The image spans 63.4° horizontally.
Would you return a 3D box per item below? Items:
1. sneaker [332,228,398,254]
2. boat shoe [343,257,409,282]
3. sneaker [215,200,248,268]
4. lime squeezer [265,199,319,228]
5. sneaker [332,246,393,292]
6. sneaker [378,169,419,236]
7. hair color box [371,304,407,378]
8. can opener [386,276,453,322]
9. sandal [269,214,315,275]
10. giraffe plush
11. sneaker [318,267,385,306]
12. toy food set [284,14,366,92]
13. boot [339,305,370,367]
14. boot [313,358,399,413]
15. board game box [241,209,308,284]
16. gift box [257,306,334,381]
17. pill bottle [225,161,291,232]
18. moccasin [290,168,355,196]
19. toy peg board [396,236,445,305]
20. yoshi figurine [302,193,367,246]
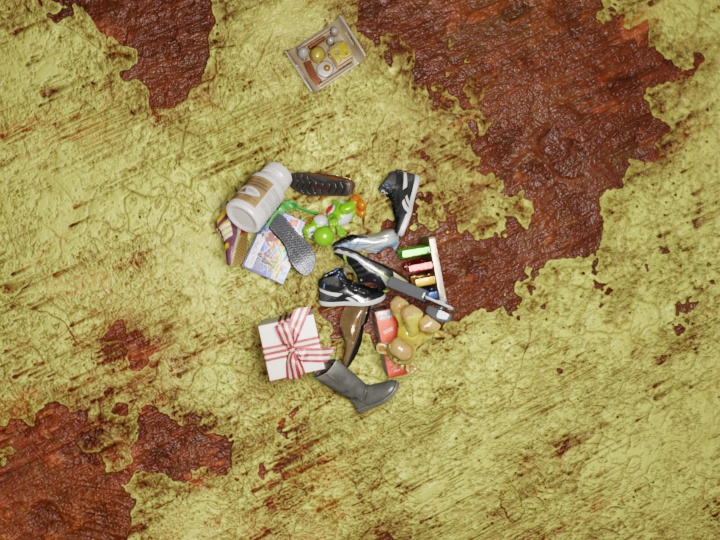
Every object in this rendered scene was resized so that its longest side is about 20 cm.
[{"bbox_3d":[0.017,-0.077,1.743,0.200,0.072,0.073,-7,105,0],"label":"sneaker"},{"bbox_3d":[0.048,0.009,1.751,0.200,0.073,0.063,24,96,5],"label":"boat shoe"},{"bbox_3d":[-0.381,-0.105,1.702,0.090,0.075,0.200,3,76,14],"label":"sneaker"},{"bbox_3d":[-0.213,-0.169,1.697,0.200,0.038,0.071,-20,86,-45],"label":"lime squeezer"},{"bbox_3d":[0.000,0.000,1.683,0.200,0.072,0.083,28,95,4],"label":"sneaker"},{"bbox_3d":[0.100,-0.204,1.729,0.112,0.073,0.200,16,71,-2],"label":"sneaker"},{"bbox_3d":[0.085,0.209,1.741,0.061,0.102,0.200,-13,94,-6],"label":"hair color box"},{"bbox_3d":[0.161,0.075,1.587,0.200,0.053,0.067,27,88,20],"label":"can opener"},{"bbox_3d":[-0.195,-0.076,1.706,0.076,0.043,0.200,-31,84,-12],"label":"sandal"},{"bbox_3d":[0.129,0.191,1.638,0.172,0.200,0.162,32,83,36],"label":"giraffe plush"},{"bbox_3d":[-0.026,0.045,1.726,0.200,0.073,0.112,-4,111,-4],"label":"sneaker"},{"bbox_3d":[-0.103,-0.638,1.716,0.200,0.060,0.144,-34,94,-3],"label":"toy food set"},{"bbox_3d":[-0.031,0.191,1.755,0.075,0.074,0.200,14,84,10],"label":"boot"},{"bbox_3d":[-0.011,0.323,1.713,0.182,0.073,0.200,-35,108,18],"label":"boot"},{"bbox_3d":[-0.251,-0.076,1.734,0.135,0.034,0.200,25,89,-6],"label":"board game box"},{"bbox_3d":[-0.184,0.200,1.674,0.200,0.187,0.185,-17,94,-3],"label":"gift box"},{"bbox_3d":[-0.282,-0.213,1.655,0.114,0.114,0.200,35,57,-5],"label":"pill bottle"},{"bbox_3d":[-0.115,-0.260,1.723,0.201,0.078,0.074,2,108,13],"label":"moccasin"},{"bbox_3d":[0.172,0.008,1.695,0.098,0.200,0.199,-10,93,-1],"label":"toy peg board"},{"bbox_3d":[-0.069,-0.134,1.705,0.200,0.112,0.113,-30,115,-10],"label":"yoshi figurine"}]
